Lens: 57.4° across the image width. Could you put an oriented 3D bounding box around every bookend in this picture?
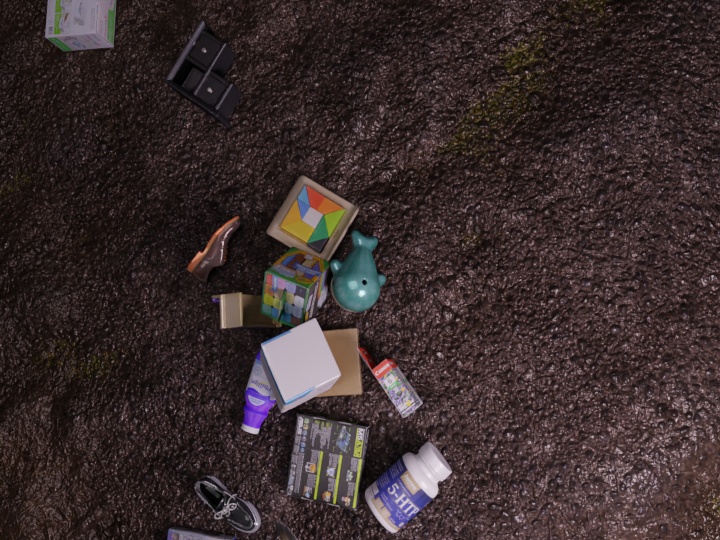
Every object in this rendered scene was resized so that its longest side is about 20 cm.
[{"bbox_3d":[-0.402,-0.541,1.817,0.197,0.092,0.202,34,90,12],"label":"bookend"}]

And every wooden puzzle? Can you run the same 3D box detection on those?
[{"bbox_3d":[-0.127,-0.134,1.723,0.196,0.037,0.188,29,78,14],"label":"wooden puzzle"}]

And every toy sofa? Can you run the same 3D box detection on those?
[{"bbox_3d":[-0.284,0.105,1.659,0.095,0.199,0.086,-7,83,24],"label":"toy sofa"}]

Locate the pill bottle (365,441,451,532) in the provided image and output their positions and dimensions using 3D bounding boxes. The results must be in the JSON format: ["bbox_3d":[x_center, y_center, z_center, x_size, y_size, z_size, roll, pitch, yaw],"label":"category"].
[{"bbox_3d":[0.117,0.510,1.569,0.200,0.120,0.120,-43,77,4],"label":"pill bottle"}]

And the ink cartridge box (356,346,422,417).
[{"bbox_3d":[0.073,0.258,1.613,0.050,0.109,0.202,-36,78,5],"label":"ink cartridge box"}]

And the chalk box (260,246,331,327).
[{"bbox_3d":[-0.168,0.052,1.626,0.121,0.200,0.128,21,119,13],"label":"chalk box"}]

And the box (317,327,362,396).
[{"bbox_3d":[-0.095,0.240,1.694,0.193,0.021,0.170,-6,82,11],"label":"box"}]

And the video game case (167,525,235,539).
[{"bbox_3d":[-0.415,0.775,1.683,0.175,0.045,0.207,5,84,11],"label":"video game case"}]

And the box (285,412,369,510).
[{"bbox_3d":[-0.082,0.476,1.652,0.186,0.048,0.207,7,84,10],"label":"box"}]

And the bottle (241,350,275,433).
[{"bbox_3d":[-0.255,0.314,1.696,0.081,0.065,0.206,17,87,12],"label":"bottle"}]

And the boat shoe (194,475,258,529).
[{"bbox_3d":[-0.342,0.598,1.677,0.198,0.068,0.074,40,92,13],"label":"boat shoe"}]

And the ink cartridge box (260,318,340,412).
[{"bbox_3d":[-0.149,0.232,1.574,0.143,0.201,0.149,-23,77,-17],"label":"ink cartridge box"}]

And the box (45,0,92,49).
[{"bbox_3d":[-0.816,-0.766,1.927,0.170,0.097,0.207,-1,83,11],"label":"box"}]

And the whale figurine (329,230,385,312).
[{"bbox_3d":[0.000,0.000,1.653,0.155,0.103,0.206,18,76,-17],"label":"whale figurine"}]

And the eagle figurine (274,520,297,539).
[{"bbox_3d":[-0.168,0.724,1.588,0.149,0.199,0.154,-20,37,45],"label":"eagle figurine"}]

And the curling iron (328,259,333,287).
[{"bbox_3d":[-0.104,-0.045,1.729,0.048,0.026,0.205,-25,79,5],"label":"curling iron"}]

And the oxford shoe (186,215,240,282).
[{"bbox_3d":[-0.380,-0.059,1.776,0.073,0.071,0.201,40,97,-6],"label":"oxford shoe"}]
